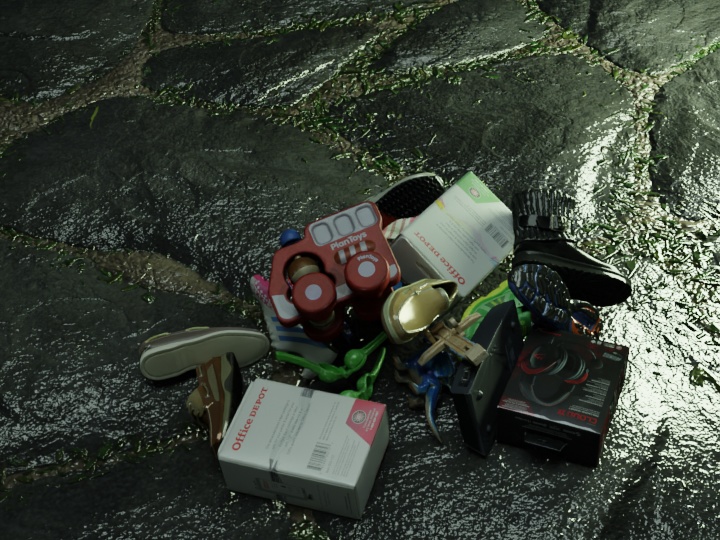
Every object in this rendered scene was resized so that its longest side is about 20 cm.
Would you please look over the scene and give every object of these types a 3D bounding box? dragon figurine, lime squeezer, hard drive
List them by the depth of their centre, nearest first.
[{"bbox_3d":[0.185,0.149,1.573,0.042,0.135,0.200,4,40,27],"label":"hard drive"},{"bbox_3d":[0.111,0.157,1.624,0.099,0.059,0.200,-16,40,-12],"label":"dragon figurine"},{"bbox_3d":[-0.028,0.124,1.624,0.200,0.071,0.038,-15,11,-18],"label":"lime squeezer"},{"bbox_3d":[-0.011,0.180,1.639,0.200,0.038,0.071,-35,17,-30],"label":"lime squeezer"}]

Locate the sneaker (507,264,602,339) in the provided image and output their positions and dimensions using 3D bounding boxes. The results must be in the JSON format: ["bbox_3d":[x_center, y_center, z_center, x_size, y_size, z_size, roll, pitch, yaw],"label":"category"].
[{"bbox_3d":[0.278,0.058,1.646,0.078,0.200,0.075,-10,51,45],"label":"sneaker"}]

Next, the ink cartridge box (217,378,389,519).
[{"bbox_3d":[-0.075,0.243,1.519,0.199,0.083,0.147,9,47,16],"label":"ink cartridge box"}]

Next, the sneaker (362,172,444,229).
[{"bbox_3d":[0.049,-0.116,1.882,0.200,0.070,0.093,-33,24,12],"label":"sneaker"}]

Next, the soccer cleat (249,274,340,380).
[{"bbox_3d":[-0.120,0.087,1.699,0.086,0.070,0.200,-49,62,1],"label":"soccer cleat"}]

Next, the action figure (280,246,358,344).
[{"bbox_3d":[-0.038,0.034,1.787,0.193,0.105,0.200,-23,71,-11],"label":"action figure"}]

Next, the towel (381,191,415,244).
[{"bbox_3d":[0.114,-0.089,1.935,0.199,0.030,0.147,4,41,11],"label":"towel"}]

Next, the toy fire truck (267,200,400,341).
[{"bbox_3d":[-0.044,-0.002,1.632,0.200,0.112,0.168,-21,62,-3],"label":"toy fire truck"}]

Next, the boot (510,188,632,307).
[{"bbox_3d":[0.337,-0.041,1.760,0.211,0.079,0.158,19,51,-11],"label":"boot"}]

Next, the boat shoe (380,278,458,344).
[{"bbox_3d":[0.093,0.048,1.605,0.076,0.072,0.200,-17,12,25],"label":"boat shoe"}]

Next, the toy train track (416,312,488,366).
[{"bbox_3d":[0.131,0.095,1.554,0.115,0.033,0.200,-39,15,-5],"label":"toy train track"}]

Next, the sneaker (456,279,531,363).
[{"bbox_3d":[0.218,0.076,1.696,0.083,0.074,0.200,24,48,35],"label":"sneaker"}]

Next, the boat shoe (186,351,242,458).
[{"bbox_3d":[-0.213,0.200,1.605,0.074,0.076,0.200,-11,32,1],"label":"boat shoe"}]

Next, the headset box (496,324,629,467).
[{"bbox_3d":[0.286,0.182,1.564,0.148,0.075,0.200,13,44,20],"label":"headset box"}]

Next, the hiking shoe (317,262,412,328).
[{"bbox_3d":[0.000,0.000,1.725,0.200,0.074,0.087,46,57,1],"label":"hiking shoe"}]

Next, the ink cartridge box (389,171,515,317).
[{"bbox_3d":[0.155,-0.043,1.788,0.145,0.088,0.200,46,54,3],"label":"ink cartridge box"}]

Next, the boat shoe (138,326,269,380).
[{"bbox_3d":[-0.242,0.118,1.700,0.199,0.072,0.060,-11,30,-12],"label":"boat shoe"}]
